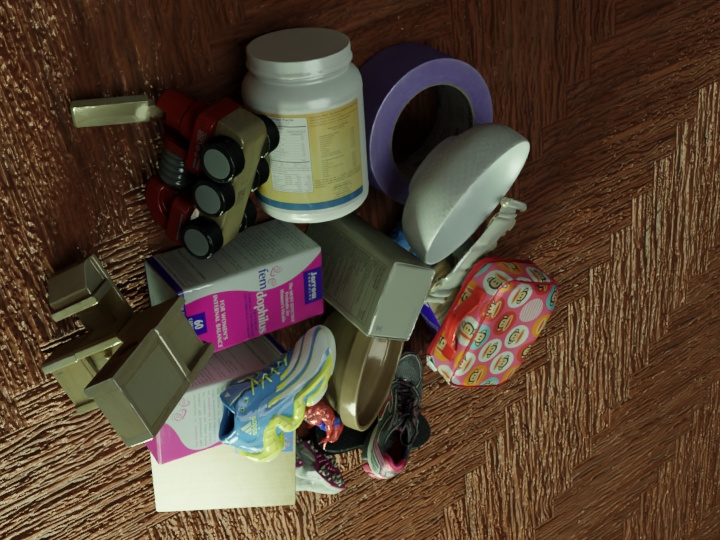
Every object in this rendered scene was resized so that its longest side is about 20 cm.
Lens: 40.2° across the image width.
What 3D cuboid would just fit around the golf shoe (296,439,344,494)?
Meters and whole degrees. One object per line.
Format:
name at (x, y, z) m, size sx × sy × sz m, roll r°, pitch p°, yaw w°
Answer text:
golf shoe at (-0.104, 0.299, 1.473) m, size 0.091 × 0.076 × 0.200 m, roll -38°, pitch 135°, yaw 16°

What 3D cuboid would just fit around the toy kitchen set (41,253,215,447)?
toy kitchen set at (-0.309, 0.096, 1.094) m, size 0.199 × 0.181 × 0.164 m, roll -22°, pitch 110°, yaw 25°

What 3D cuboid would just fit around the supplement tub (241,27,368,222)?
supplement tub at (-0.066, -0.174, 1.180) m, size 0.144 × 0.145 × 0.202 m, roll -20°, pitch 124°, yaw -25°

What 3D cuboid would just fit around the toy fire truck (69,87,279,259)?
toy fire truck at (-0.219, -0.128, 1.123) m, size 0.129 × 0.199 × 0.177 m, roll -44°, pitch 162°, yaw -48°

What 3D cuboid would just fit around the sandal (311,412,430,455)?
sandal at (0.014, 0.248, 1.530) m, size 0.199 × 0.076 × 0.048 m, roll 1°, pitch 158°, yaw -24°

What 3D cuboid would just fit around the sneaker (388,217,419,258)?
sneaker at (0.073, -0.061, 1.401) m, size 0.200 × 0.066 × 0.079 m, roll -38°, pitch 119°, yaw -13°

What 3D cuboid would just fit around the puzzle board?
puzzle board at (-0.189, 0.272, 1.367) m, size 0.198 × 0.017 × 0.152 m, roll -2°, pitch 122°, yaw -7°

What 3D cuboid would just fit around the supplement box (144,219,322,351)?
supplement box at (-0.156, 0.020, 1.242) m, size 0.199 × 0.103 × 0.102 m, roll -20°, pitch 125°, yaw -28°

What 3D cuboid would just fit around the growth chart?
growth chart at (0.162, -0.025, 1.381) m, size 0.200 × 0.018 × 0.145 m, roll -50°, pitch 165°, yaw 5°

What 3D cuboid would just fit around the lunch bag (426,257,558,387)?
lunch bag at (0.186, 0.079, 1.437) m, size 0.175 × 0.082 × 0.201 m, roll 3°, pitch 122°, yaw -44°

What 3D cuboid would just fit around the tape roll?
tape roll at (0.074, -0.194, 1.310) m, size 0.199 × 0.085 × 0.202 m, roll -17°, pitch 123°, yaw -27°

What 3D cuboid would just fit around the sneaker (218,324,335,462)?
sneaker at (-0.111, 0.152, 1.239) m, size 0.105 × 0.076 × 0.201 m, roll 21°, pitch 101°, yaw -40°

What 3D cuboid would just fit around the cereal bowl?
cereal bowl at (0.121, -0.109, 1.253) m, size 0.200 × 0.083 × 0.200 m, roll -45°, pitch 165°, yaw -15°

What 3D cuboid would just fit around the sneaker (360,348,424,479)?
sneaker at (0.063, 0.216, 1.487) m, size 0.080 × 0.075 × 0.202 m, roll 18°, pitch 69°, yaw -18°

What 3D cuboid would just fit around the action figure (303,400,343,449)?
action figure at (-0.061, 0.207, 1.375) m, size 0.052 × 0.065 × 0.200 m, roll -51°, pitch 165°, yaw -12°

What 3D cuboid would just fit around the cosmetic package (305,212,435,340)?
cosmetic package at (0.000, 0.000, 1.285) m, size 0.073 × 0.200 × 0.104 m, roll 10°, pitch 109°, yaw -38°

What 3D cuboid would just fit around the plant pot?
plant pot at (-0.008, 0.116, 1.389) m, size 0.201 × 0.092 × 0.203 m, roll 17°, pitch 90°, yaw -75°

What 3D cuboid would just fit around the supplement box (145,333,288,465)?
supplement box at (-0.195, 0.162, 1.301) m, size 0.199 × 0.103 × 0.102 m, roll -15°, pitch 122°, yaw -31°

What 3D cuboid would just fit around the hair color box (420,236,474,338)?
hair color box at (0.143, 0.036, 1.499) m, size 0.109 × 0.065 × 0.201 m, roll -39°, pitch 129°, yaw -11°
